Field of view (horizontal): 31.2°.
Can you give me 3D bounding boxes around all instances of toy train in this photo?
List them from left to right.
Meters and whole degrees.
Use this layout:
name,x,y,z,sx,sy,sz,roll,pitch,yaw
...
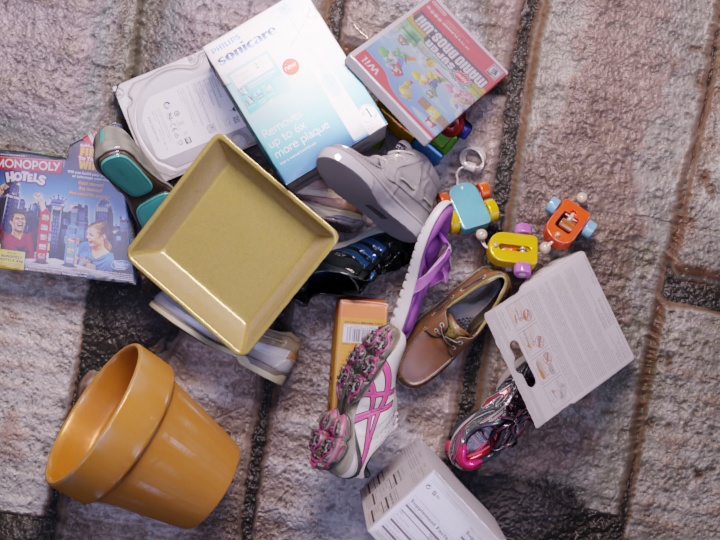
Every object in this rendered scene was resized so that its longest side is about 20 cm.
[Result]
name,x,y,z,sx,sy,sz,roll,pitch,yaw
toy train,0.034,-0.206,1.637,0.200,0.085,0.116,39,104,-4
toy train,0.195,-0.067,1.664,0.200,0.056,0.150,31,65,6

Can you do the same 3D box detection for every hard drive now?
name,x,y,z,sx,sy,sz,roll,pitch,yaw
hard drive,-0.198,-0.207,1.643,0.200,0.038,0.140,-22,95,-2

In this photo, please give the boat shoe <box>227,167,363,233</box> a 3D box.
name,x,y,z,sx,sy,sz,roll,pitch,yaw
boat shoe,-0.088,-0.106,1.641,0.200,0.076,0.072,16,82,-6

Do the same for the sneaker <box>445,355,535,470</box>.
name,x,y,z,sx,sy,sz,roll,pitch,yaw
sneaker,0.197,0.186,1.665,0.081,0.075,0.200,42,90,-3

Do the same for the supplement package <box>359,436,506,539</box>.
name,x,y,z,sx,sy,sz,roll,pitch,yaw
supplement package,0.094,0.317,1.605,0.111,0.200,0.156,-43,95,1

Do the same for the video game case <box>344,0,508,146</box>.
name,x,y,z,sx,sy,sz,roll,pitch,yaw
video game case,0.085,-0.251,1.592,0.143,0.017,0.200,47,48,0

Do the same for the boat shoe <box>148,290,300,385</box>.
name,x,y,z,sx,sy,sz,roll,pitch,yaw
boat shoe,-0.171,0.071,1.648,0.200,0.075,0.068,30,86,-11

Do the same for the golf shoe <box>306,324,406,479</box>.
name,x,y,z,sx,sy,sz,roll,pitch,yaw
golf shoe,0.011,0.164,1.601,0.092,0.073,0.200,24,95,-29

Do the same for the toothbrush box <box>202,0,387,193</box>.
name,x,y,z,sx,sy,sz,roll,pitch,yaw
toothbrush box,-0.079,-0.217,1.575,0.146,0.085,0.200,-30,84,-4

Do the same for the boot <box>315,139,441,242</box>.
name,x,y,z,sx,sy,sz,roll,pitch,yaw
boot,0.026,-0.120,1.558,0.073,0.200,0.096,10,69,39

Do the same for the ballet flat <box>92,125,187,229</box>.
name,x,y,z,sx,sy,sz,roll,pitch,yaw
ballet flat,-0.266,-0.107,1.593,0.067,0.200,0.064,-23,51,7

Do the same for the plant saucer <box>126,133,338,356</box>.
name,x,y,z,sx,sy,sz,roll,pitch,yaw
plant saucer,-0.153,-0.032,1.583,0.200,0.048,0.200,41,103,6

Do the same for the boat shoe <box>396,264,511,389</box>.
name,x,y,z,sx,sy,sz,roll,pitch,yaw
boat shoe,0.115,0.071,1.657,0.072,0.068,0.200,39,91,-4

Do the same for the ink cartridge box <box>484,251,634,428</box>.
name,x,y,z,sx,sy,sz,roll,pitch,yaw
ink cartridge box,0.242,0.087,1.626,0.200,0.050,0.161,-29,96,-33

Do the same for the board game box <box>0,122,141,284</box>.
name,x,y,z,sx,sy,sz,roll,pitch,yaw
board game box,-0.367,-0.093,1.630,0.200,0.062,0.200,8,92,-3

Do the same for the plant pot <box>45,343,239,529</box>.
name,x,y,z,sx,sy,sz,roll,pitch,yaw
plant pot,-0.258,0.222,1.601,0.183,0.200,0.200,35,91,-20

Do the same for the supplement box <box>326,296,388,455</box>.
name,x,y,z,sx,sy,sz,roll,pitch,yaw
supplement box,-0.006,0.136,1.658,0.069,0.067,0.200,6,94,-6

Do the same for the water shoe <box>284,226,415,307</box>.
name,x,y,z,sx,sy,sz,roll,pitch,yaw
water shoe,0.000,0.000,1.629,0.200,0.079,0.072,-14,138,-7

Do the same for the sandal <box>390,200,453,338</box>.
name,x,y,z,sx,sy,sz,roll,pitch,yaw
sandal,0.090,0.005,1.617,0.050,0.082,0.203,25,118,14
